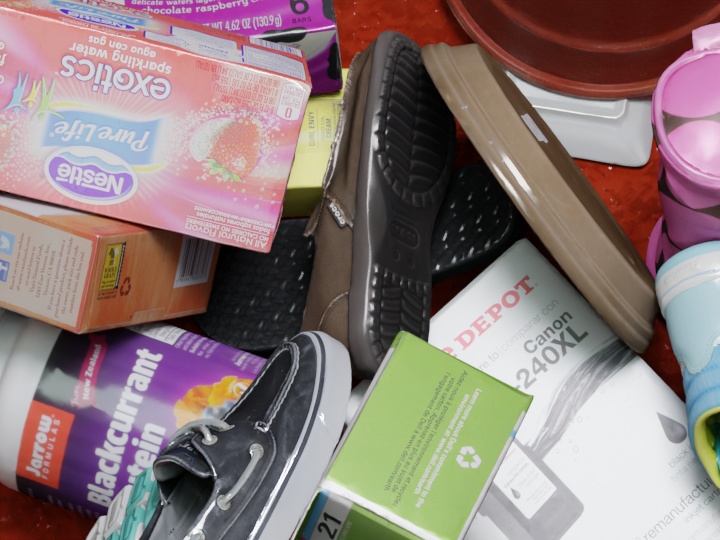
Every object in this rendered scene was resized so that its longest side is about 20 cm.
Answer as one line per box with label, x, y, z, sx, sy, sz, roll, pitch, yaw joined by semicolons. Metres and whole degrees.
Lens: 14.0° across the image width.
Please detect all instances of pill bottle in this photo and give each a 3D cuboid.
pill bottle;-0.132;0.078;1.561;0.199;0.111;0.112;19;74;7

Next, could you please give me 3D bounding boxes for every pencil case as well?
pencil case;0.191;-0.043;1.547;0.090;0.200;0.094;-15;64;-5

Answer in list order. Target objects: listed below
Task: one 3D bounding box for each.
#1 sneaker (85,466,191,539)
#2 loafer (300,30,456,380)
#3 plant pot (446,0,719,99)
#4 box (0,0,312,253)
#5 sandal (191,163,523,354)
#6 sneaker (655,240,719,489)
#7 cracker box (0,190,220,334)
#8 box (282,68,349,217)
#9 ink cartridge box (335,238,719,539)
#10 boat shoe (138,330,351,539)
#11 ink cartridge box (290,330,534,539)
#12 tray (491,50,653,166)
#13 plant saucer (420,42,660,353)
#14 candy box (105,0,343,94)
sneaker;-0.127;0.193;1.517;0.091;0.200;0.078;35;31;-18
loafer;-0.001;-0.035;1.553;0.071;0.073;0.201;-11;59;36
plant pot;0.138;-0.220;1.579;0.199;0.195;0.202;0;73;1
box;-0.132;-0.085;1.516;0.199;0.103;0.095;13;103;-8
sandal;0.000;0.000;1.608;0.199;0.045;0.075;-18;66;14
sneaker;0.232;0.078;1.522;0.199;0.079;0.131;24;48;-34
cracker box;-0.191;-0.026;1.552;0.199;0.134;0.058;18;102;24
box;-0.051;-0.070;1.636;0.199;0.050;0.076;-1;71;0
ink cartridge box;0.099;0.106;1.562;0.145;0.083;0.200;-41;77;-10
boat shoe;-0.069;0.104;1.437;0.068;0.072;0.201;38;62;-21
ink cartridge box;-0.003;0.153;1.402;0.075;0.148;0.201;26;56;3
tray;0.127;-0.163;1.676;0.107;0.022;0.201;9;74;3
plant saucer;0.101;-0.044;1.548;0.029;0.200;0.201;-36;75;9
candy box;-0.089;-0.188;1.640;0.136;0.061;0.201;-8;56;-2
